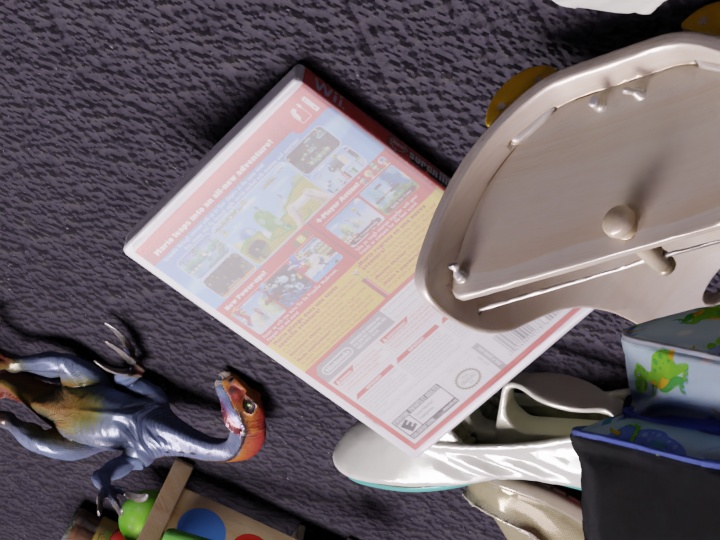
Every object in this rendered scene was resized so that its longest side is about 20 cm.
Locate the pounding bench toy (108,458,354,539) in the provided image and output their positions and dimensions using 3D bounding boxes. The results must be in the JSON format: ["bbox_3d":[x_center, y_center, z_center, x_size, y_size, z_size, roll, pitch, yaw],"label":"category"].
[{"bbox_3d":[-0.093,0.204,1.622,0.156,0.124,0.200,26,147,-2],"label":"pounding bench toy"}]

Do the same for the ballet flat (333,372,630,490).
[{"bbox_3d":[0.075,0.082,1.363,0.200,0.069,0.069,2,144,25],"label":"ballet flat"}]

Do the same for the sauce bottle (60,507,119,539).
[{"bbox_3d":[-0.121,0.233,1.753,0.200,0.065,0.065,24,150,-2],"label":"sauce bottle"}]

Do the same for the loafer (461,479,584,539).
[{"bbox_3d":[0.128,0.178,1.456,0.200,0.068,0.076,39,176,-26],"label":"loafer"}]

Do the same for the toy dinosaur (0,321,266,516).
[{"bbox_3d":[-0.148,0.079,1.551,0.181,0.105,0.200,12,-172,-3],"label":"toy dinosaur"}]

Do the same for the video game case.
[{"bbox_3d":[0.000,0.000,1.274,0.200,0.017,0.143,36,121,-20],"label":"video game case"}]

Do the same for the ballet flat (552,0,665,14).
[{"bbox_3d":[0.145,-0.144,0.966,0.069,0.069,0.200,36,153,-20],"label":"ballet flat"}]

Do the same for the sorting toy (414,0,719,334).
[{"bbox_3d":[0.158,-0.020,1.119,0.200,0.107,0.180,-16,145,34],"label":"sorting toy"}]

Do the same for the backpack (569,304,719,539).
[{"bbox_3d":[0.209,0.085,1.058,0.200,0.147,0.183,-7,-168,-45],"label":"backpack"}]
